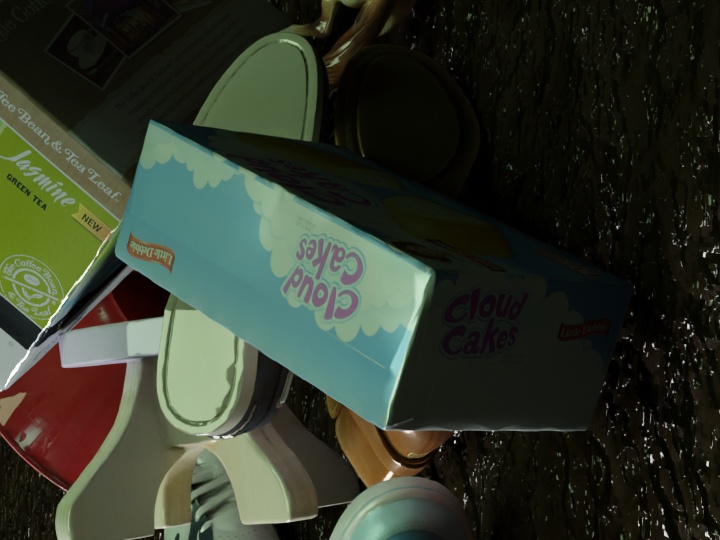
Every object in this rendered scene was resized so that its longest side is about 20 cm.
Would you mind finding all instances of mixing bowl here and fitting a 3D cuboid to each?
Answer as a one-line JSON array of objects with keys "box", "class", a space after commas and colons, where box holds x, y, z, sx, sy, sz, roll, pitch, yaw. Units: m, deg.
[{"box": [-0.172, 0.071, 1.417, 0.108, 0.200, 0.200, -51, 32, 21], "class": "mixing bowl"}]

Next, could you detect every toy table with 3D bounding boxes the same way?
[{"box": [-0.088, 0.083, 1.081, 0.200, 0.183, 0.118, 165, 99, -67], "class": "toy table"}]

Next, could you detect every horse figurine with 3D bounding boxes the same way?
[{"box": [-0.004, -0.176, 1.069, 0.132, 0.050, 0.201, -38, 41, 46], "class": "horse figurine"}]

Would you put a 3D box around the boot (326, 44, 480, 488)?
[{"box": [0.012, 0.002, 0.984, 0.155, 0.073, 0.201, 110, 159, -54], "class": "boot"}]

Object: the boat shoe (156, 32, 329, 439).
[{"box": [-0.050, -0.016, 0.965, 0.072, 0.063, 0.201, 10, 86, 30], "class": "boat shoe"}]

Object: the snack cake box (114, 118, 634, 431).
[{"box": [0.000, 0.000, 0.820, 0.200, 0.115, 0.067, 29, 107, 46], "class": "snack cake box"}]

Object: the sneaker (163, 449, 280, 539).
[{"box": [-0.094, 0.140, 1.285, 0.199, 0.079, 0.130, -155, 60, -82], "class": "sneaker"}]

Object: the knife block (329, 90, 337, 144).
[{"box": [-0.050, -0.044, 1.199, 0.200, 0.064, 0.176, -135, 50, -67], "class": "knife block"}]

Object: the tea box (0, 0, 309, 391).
[{"box": [-0.164, -0.074, 1.124, 0.197, 0.134, 0.200, -51, -1, 41], "class": "tea box"}]

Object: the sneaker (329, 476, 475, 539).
[{"box": [0.029, 0.204, 0.893, 0.131, 0.079, 0.201, -112, 20, -57], "class": "sneaker"}]
